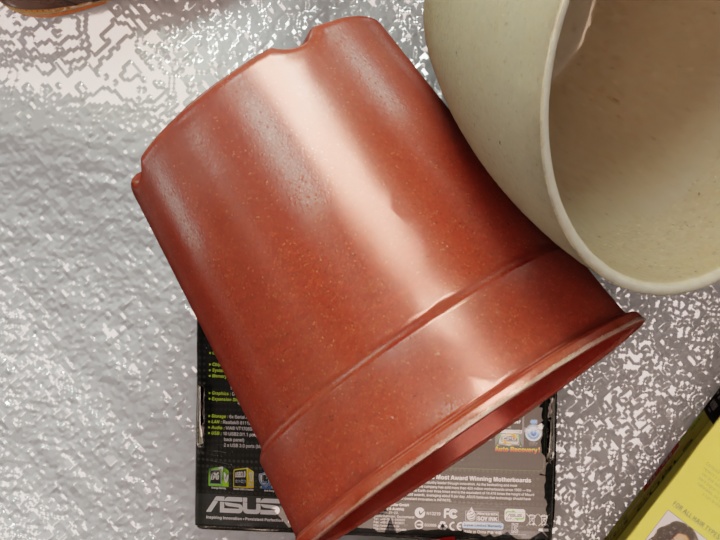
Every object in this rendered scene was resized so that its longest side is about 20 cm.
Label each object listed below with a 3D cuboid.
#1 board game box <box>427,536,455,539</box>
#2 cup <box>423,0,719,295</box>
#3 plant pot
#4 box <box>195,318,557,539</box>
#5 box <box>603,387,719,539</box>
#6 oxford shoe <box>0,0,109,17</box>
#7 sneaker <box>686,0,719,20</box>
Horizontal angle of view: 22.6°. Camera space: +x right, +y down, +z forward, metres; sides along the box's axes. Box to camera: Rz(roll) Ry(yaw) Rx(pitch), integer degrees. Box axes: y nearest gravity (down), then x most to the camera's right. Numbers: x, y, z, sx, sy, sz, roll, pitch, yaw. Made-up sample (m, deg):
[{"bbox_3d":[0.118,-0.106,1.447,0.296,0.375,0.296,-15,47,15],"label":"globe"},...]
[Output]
[{"bbox_3d":[-0.030,0.236,0.971,0.197,0.046,0.153,-11,110,6],"label":"board game box"},{"bbox_3d":[0.110,-0.108,0.800,0.199,0.143,0.203,-16,118,-32],"label":"cup"},{"bbox_3d":[0.000,0.000,0.864,0.200,0.201,0.196,-35,80,7],"label":"plant pot"},{"bbox_3d":[0.009,0.045,0.975,0.197,0.048,0.196,1,92,6],"label":"box"},{"bbox_3d":[0.174,0.128,0.953,0.050,0.075,0.201,36,98,3],"label":"box"},{"bbox_3d":[-0.109,-0.178,0.952,0.198,0.073,0.072,-18,92,6],"label":"oxford shoe"},{"bbox_3d":[0.188,-0.188,0.843,0.079,0.095,0.201,-38,106,-32],"label":"sneaker"}]
